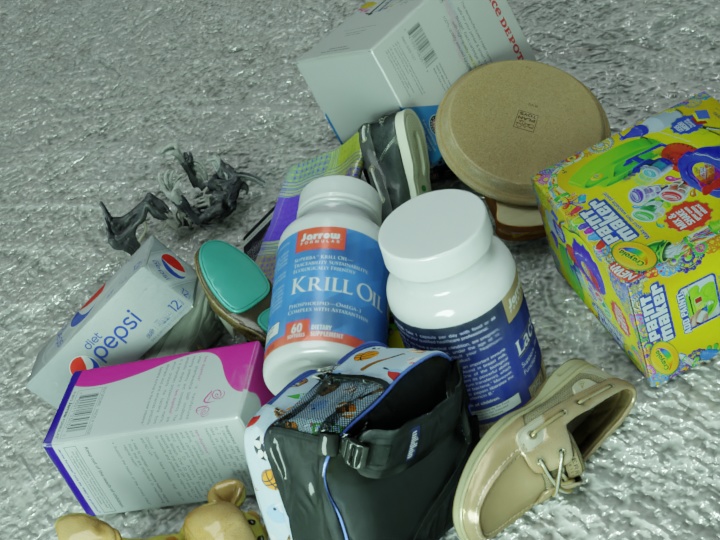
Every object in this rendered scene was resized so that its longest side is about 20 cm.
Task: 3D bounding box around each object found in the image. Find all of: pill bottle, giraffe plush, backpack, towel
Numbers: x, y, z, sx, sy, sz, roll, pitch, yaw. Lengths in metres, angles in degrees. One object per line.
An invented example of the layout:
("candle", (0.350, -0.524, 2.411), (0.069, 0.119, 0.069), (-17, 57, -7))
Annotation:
("pill bottle", (0.087, 0.038, 1.054), (0.114, 0.202, 0.117), (-14, 36, 11))
("pill bottle", (-0.026, 0.017, 1.125), (0.110, 0.113, 0.203), (-9, 54, 18))
("giraffe plush", (-0.140, 0.247, 0.981), (0.160, 0.175, 0.200), (-20, -1, -15))
("backpack", (0.010, 0.154, 0.977), (0.152, 0.203, 0.190), (15, 37, 39))
("towel", (-0.059, -0.050, 1.292), (0.143, 0.023, 0.202), (-17, 46, 50))

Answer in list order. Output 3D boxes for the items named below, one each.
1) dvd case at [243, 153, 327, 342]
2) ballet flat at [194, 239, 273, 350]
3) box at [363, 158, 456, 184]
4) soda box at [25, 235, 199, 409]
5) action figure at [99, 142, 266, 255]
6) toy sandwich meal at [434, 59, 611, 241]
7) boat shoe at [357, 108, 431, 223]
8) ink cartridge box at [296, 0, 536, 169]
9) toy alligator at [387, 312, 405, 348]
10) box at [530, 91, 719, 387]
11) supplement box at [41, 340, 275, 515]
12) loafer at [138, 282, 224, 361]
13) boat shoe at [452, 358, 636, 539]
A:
("dvd case", (-0.073, -0.022, 1.322), (0.148, 0.016, 0.201), (-43, 31, 22))
("ballet flat", (-0.098, 0.052, 1.221), (0.199, 0.073, 0.067), (38, 53, 27))
("box", (0.099, -0.182, 1.462), (0.197, 0.050, 0.200), (-16, 35, 10))
("soda box", (-0.253, 0.060, 1.248), (0.200, 0.068, 0.064), (-43, 22, 22))
("action figure", (-0.217, -0.093, 1.475), (0.197, 0.103, 0.119), (-25, 24, -1))
("toy sandwich meal", (0.170, -0.129, 1.275), (0.201, 0.071, 0.208), (1, 58, -1))
("boat shoe", (0.039, -0.058, 1.246), (0.067, 0.204, 0.072), (-10, -7, 22))
("ink cartridge box", (0.064, -0.231, 1.357), (0.200, 0.148, 0.144), (-44, 26, -27))
("toy alligator", (0.032, 0.087, 1.137), (0.053, 0.060, 0.202), (8, 52, 25))
("box", (0.288, -0.033, 1.106), (0.190, 0.123, 0.201), (-26, 35, -3))
("supplement box", (-0.175, 0.148, 1.140), (0.197, 0.104, 0.102), (-11, 36, 18))
("loafer", (-0.190, 0.066, 1.281), (0.069, 0.071, 0.201), (3, 43, 18))
("boat shoe", (0.150, 0.146, 0.992), (0.064, 0.072, 0.200), (17, 50, 42))
